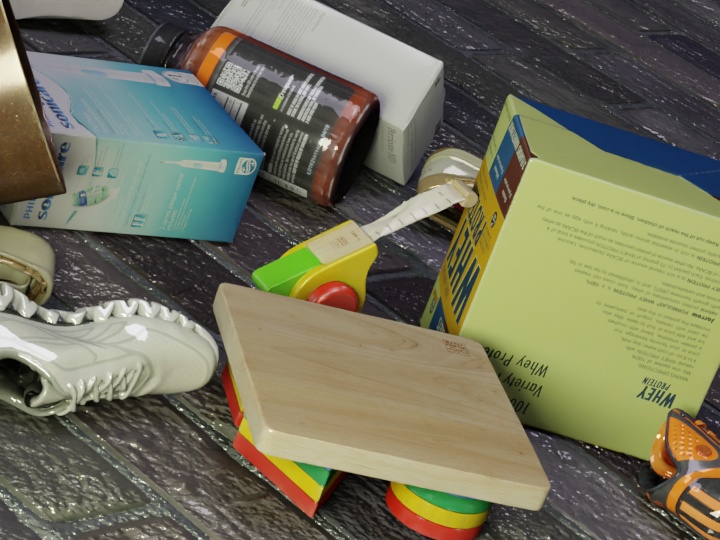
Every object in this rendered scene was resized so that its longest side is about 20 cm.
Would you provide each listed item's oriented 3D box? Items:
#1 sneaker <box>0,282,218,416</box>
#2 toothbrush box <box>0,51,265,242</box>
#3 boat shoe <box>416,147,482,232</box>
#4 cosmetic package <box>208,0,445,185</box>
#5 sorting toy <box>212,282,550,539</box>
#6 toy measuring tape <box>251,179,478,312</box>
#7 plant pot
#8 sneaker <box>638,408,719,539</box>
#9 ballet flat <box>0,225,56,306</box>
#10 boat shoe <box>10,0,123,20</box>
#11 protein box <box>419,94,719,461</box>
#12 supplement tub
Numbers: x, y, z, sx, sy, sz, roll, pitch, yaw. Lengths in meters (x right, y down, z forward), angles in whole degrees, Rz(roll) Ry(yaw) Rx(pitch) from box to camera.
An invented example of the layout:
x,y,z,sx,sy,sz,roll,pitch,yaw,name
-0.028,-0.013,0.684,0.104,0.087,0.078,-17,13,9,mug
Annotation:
x,y,z,sx,sy,sz,roll,pitch,yaw,name
-0.184,0.062,1.556,0.199,0.075,0.081,7,39,-26,sneaker
-0.199,-0.098,1.873,0.199,0.086,0.146,5,29,-36,toothbrush box
0.138,-0.035,2.066,0.199,0.074,0.066,22,35,6,boat shoe
-0.027,-0.170,2.136,0.199,0.081,0.113,28,-21,15,cosmetic package
0.002,0.103,1.611,0.199,0.070,0.199,14,23,-19,sorting toy
0.000,0.000,1.790,0.199,0.074,0.074,-26,41,-16,toy measuring tape
-0.325,-0.114,1.659,0.199,0.188,0.187,-17,30,-5,plant pot
0.276,0.136,1.770,0.112,0.078,0.200,31,24,21,sneaker
-0.297,-0.011,1.623,0.199,0.070,0.070,11,24,-26,ballet flat
-0.313,-0.266,2.191,0.199,0.072,0.068,-4,11,-35,boat shoe
0.173,0.007,1.808,0.197,0.201,0.135,17,22,-11,protein box
-0.090,-0.139,2.038,0.199,0.107,0.107,25,22,9,supplement tub
